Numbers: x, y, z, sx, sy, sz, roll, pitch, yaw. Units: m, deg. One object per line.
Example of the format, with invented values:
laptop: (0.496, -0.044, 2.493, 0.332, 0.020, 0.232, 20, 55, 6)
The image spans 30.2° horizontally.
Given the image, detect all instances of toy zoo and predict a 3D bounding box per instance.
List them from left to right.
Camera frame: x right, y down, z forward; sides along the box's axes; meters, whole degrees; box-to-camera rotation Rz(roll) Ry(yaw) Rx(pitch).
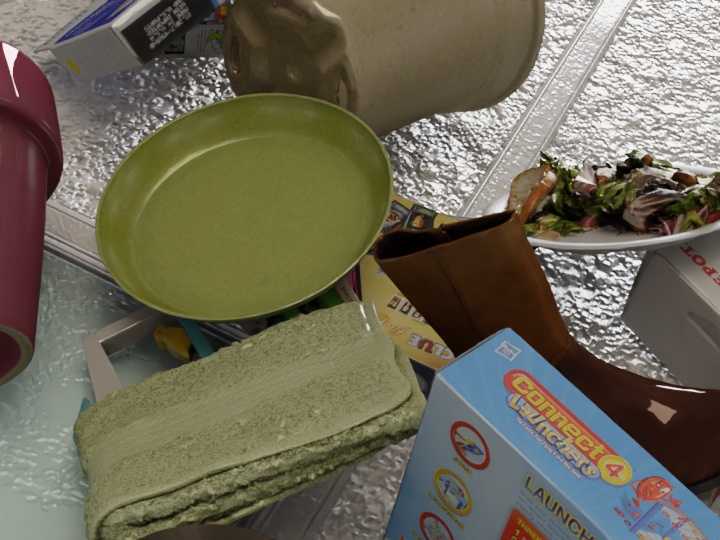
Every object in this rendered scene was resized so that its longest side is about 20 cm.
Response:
toy zoo: (-0.088, 0.065, 0.843, 0.199, 0.020, 0.131, -28, 60, -13)

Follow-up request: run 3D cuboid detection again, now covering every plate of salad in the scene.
plate of salad: (0.185, -0.057, 0.956, 0.199, 0.048, 0.200, -7, 18, 2)

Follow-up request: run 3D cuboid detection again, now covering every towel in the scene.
towel: (-0.067, 0.083, 0.759, 0.199, 0.037, 0.148, -22, 27, -6)

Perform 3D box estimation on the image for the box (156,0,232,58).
box: (-0.174, -0.258, 1.148, 0.109, 0.035, 0.201, -3, 48, -15)

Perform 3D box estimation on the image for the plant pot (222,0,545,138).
plant pot: (0.005, -0.177, 0.993, 0.200, 0.201, 0.183, 36, 48, 20)

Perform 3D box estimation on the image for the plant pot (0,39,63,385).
plant pot: (-0.274, -0.022, 0.812, 0.199, 0.200, 0.180, -7, 65, -18)

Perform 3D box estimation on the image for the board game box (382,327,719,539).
board game box: (0.105, 0.166, 0.701, 0.056, 0.196, 0.200, -28, 59, -33)

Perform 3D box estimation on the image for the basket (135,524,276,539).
basket: (-0.073, 0.237, 0.642, 0.179, 0.136, 0.201, -6, 44, -2)

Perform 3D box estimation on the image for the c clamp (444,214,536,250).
c clamp: (0.102, 0.015, 0.959, 0.170, 0.027, 0.201, 9, 46, -5)

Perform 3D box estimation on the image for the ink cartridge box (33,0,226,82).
ink cartridge box: (-0.136, -0.217, 1.007, 0.198, 0.200, 0.047, -44, 110, -19)

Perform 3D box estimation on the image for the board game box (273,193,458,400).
board game box: (0.000, 0.000, 0.928, 0.199, 0.035, 0.136, 24, 49, 19)

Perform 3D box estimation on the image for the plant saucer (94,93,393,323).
plant saucer: (-0.075, -0.038, 0.881, 0.199, 0.031, 0.201, -6, 49, 7)

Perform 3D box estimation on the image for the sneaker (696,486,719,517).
sneaker: (0.194, 0.157, 0.824, 0.082, 0.078, 0.200, 33, 41, 27)

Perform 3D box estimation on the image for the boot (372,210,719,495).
boot: (0.126, 0.040, 0.776, 0.188, 0.200, 0.069, -2, 39, 42)

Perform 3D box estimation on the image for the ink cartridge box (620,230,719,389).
ink cartridge box: (0.311, 0.023, 0.958, 0.199, 0.085, 0.146, -21, 55, -28)
